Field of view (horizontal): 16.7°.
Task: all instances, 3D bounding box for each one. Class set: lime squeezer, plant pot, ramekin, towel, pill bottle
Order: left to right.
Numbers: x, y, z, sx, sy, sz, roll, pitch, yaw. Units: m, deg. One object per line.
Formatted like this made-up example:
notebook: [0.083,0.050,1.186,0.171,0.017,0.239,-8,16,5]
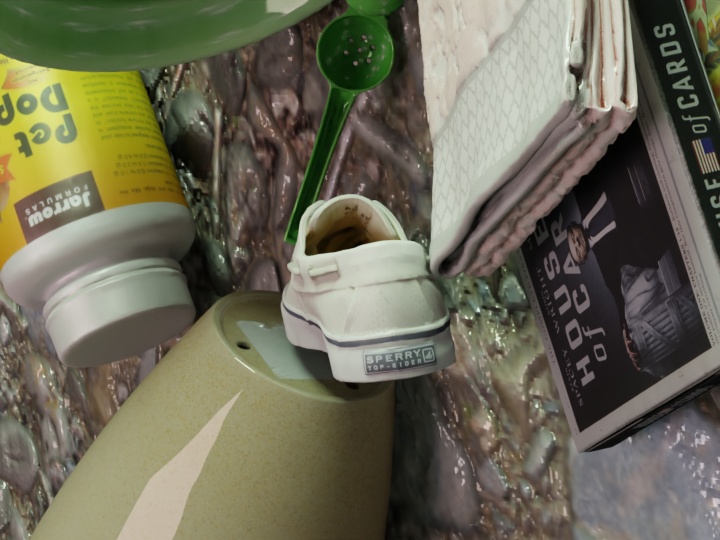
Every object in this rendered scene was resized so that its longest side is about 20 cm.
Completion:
pill bottle: [-0.158,-0.054,1.330,0.109,0.109,0.200,-45,62,55]
ramekin: [-0.092,-0.179,1.097,0.200,0.200,0.098,-47,53,55]
plant pot: [-0.061,0.118,1.186,0.187,0.187,0.200,48,125,41]
lime squeezer: [-0.004,-0.108,1.093,0.038,0.071,0.200,30,132,14]
towel: [0.056,-0.113,0.942,0.200,0.032,0.191,126,143,-68]

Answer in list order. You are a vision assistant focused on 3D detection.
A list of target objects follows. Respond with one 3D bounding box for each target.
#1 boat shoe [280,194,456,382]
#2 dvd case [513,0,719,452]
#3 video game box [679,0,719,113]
boat shoe: [0.000,0.000,1.079,0.200,0.071,0.070,-125,27,-82]
dvd case: [0.099,-0.019,0.946,0.200,0.025,0.151,131,123,-71]
video game box: [0.163,-0.134,0.823,0.200,0.047,0.183,-32,71,59]
